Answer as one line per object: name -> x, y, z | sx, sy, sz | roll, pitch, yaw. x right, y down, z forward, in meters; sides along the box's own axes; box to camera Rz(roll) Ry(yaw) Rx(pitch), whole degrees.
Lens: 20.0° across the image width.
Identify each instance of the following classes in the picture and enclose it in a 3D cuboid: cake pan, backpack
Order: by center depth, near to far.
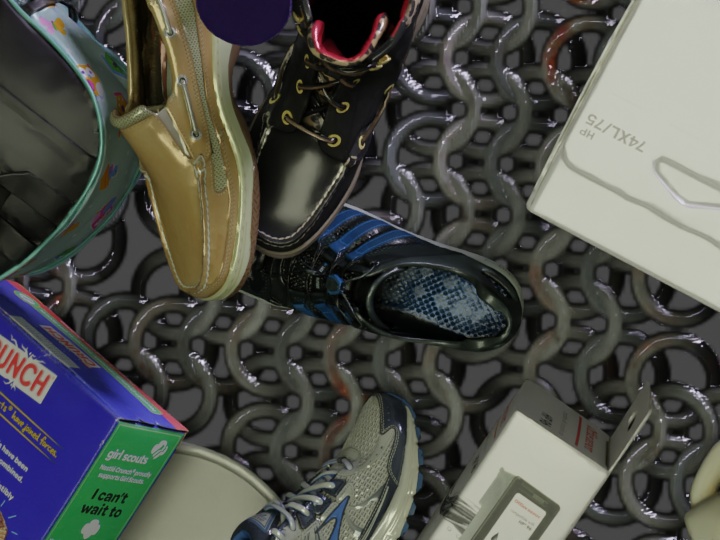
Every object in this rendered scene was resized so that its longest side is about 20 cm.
backpack -> -0.224, -0.092, 1.207 | 0.176, 0.153, 0.200 | -46, 76, 11
cake pan -> -0.121, 0.202, 1.281 | 0.200, 0.037, 0.201 | 1, 96, 8

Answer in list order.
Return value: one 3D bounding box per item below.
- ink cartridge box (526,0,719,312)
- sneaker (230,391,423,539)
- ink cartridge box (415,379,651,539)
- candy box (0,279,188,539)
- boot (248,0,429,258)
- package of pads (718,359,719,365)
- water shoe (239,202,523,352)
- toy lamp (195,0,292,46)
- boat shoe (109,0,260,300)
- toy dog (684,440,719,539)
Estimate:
ink cartridge box -> 0.192, -0.070, 1.124 | 0.146, 0.200, 0.146 | 28, 99, 4
sneaker -> -0.027, 0.158, 1.211 | 0.085, 0.077, 0.200 | 27, 73, -15
ink cartridge box -> 0.089, 0.137, 1.203 | 0.068, 0.116, 0.200 | 34, 99, 2
candy box -> -0.228, 0.126, 1.243 | 0.169, 0.077, 0.200 | 38, 102, 29
boot -> -0.016, -0.110, 1.157 | 0.073, 0.151, 0.200 | 29, 82, 3
package of pads -> 0.310, 0.025, 1.143 | 0.200, 0.076, 0.121 | -43, 88, -17
water shoe -> 0.000, 0.000, 1.221 | 0.199, 0.079, 0.072 | 12, 97, 7
toy lamp -> -0.057, -0.190, 1.153 | 0.058, 0.200, 0.058 | 2, 122, 3
boat shoe -> -0.109, -0.081, 1.157 | 0.072, 0.076, 0.201 | -12, 84, 45
toy dog -> 0.298, 0.179, 1.182 | 0.200, 0.140, 0.194 | -12, 57, 11
